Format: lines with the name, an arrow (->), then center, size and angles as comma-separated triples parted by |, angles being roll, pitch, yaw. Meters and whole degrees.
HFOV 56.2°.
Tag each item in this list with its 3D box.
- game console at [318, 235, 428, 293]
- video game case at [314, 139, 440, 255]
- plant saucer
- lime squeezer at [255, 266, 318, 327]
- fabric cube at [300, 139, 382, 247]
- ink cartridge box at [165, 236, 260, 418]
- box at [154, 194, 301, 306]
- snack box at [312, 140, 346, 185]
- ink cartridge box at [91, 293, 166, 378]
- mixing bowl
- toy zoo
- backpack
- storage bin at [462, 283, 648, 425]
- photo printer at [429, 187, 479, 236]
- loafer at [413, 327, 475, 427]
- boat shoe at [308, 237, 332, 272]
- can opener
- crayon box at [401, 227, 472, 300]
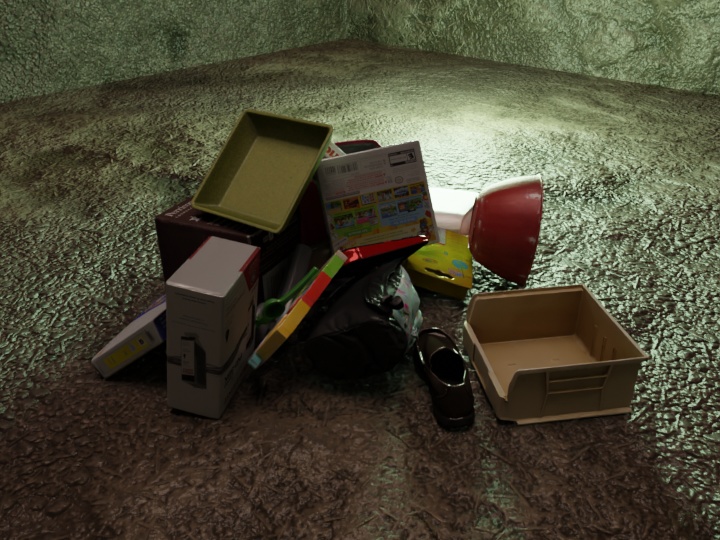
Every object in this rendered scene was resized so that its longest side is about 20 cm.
game console -> 0.000, 0.000, 1.132 | 0.175, 0.032, 0.200 | -11, -15, -32
video game case -> 0.029, -0.117, 1.166 | 0.197, 0.185, 0.023 | -14, 4, -18
plant saucer -> -0.154, -0.158, 1.106 | 0.198, 0.048, 0.202 | 17, 73, 30
lime squeezer -> -0.142, 0.051, 1.029 | 0.198, 0.038, 0.071 | -17, 40, 34
fabric cube -> -0.032, -0.125, 1.319 | 0.193, 0.202, 0.200 | -9, 29, -14
ink cartridge box -> -0.203, 0.078, 0.939 | 0.081, 0.203, 0.147 | 12, 30, 7
box -> -0.225, -0.032, 1.187 | 0.197, 0.167, 0.166 | 11, 30, 22
snack box -> -0.027, -0.155, 1.173 | 0.072, 0.199, 0.024 | -52, 14, -8
ink cartridge box -> -0.289, 0.062, 1.035 | 0.198, 0.047, 0.198 | -27, 14, 29
mixing bowl -> 0.253, -0.078, 1.211 | 0.106, 0.203, 0.201 | 8, 28, 5
toy zoo -> -0.100, 0.067, 0.980 | 0.020, 0.131, 0.201 | 39, 52, -5
backpack -> 0.015, 0.073, 1.009 | 0.164, 0.128, 0.200 | -12, 21, 22
storage bin -> 0.267, 0.115, 0.974 | 0.195, 0.095, 0.201 | -4, 28, -7
photo printer -> 0.163, -0.114, 1.416 | 0.164, 0.071, 0.200 | 9, 25, 22
loafer -> 0.124, 0.135, 0.964 | 0.072, 0.072, 0.201 | -5, 28, -8
boat shoe -> -0.014, -0.032, 1.205 | 0.197, 0.073, 0.065 | -12, 1, -14
can opener -> -0.127, 0.038, 1.103 | 0.066, 0.053, 0.202 | 30, 50, -16
crayon box -> 0.140, -0.016, 1.237 | 0.125, 0.051, 0.201 | 18, 29, 0
